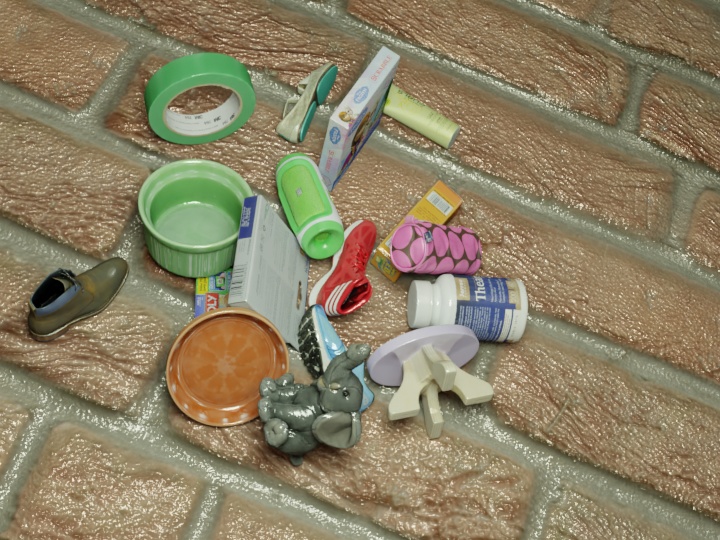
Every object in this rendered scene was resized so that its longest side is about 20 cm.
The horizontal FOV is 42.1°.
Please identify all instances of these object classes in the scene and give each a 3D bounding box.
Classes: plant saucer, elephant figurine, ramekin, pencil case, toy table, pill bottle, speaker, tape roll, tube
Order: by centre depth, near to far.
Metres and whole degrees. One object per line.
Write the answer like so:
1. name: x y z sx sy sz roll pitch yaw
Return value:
1. elephant figurine: -0.049 0.208 1.440 0.196 0.155 0.145 -16 76 11
2. plant saucer: -0.212 0.152 1.489 0.195 0.205 0.032 -6 22 -14
3. toy table: 0.120 0.177 1.541 0.196 0.186 0.118 -17 50 -7
4. ramekin: -0.283 -0.086 1.613 0.195 0.099 0.203 6 51 -7
5. pill bottle: 0.185 0.065 1.638 0.195 0.112 0.113 4 62 -9
6. pencil case: 0.138 -0.041 1.641 0.198 0.089 0.096 5 77 -54
7. speaker: -0.093 -0.118 1.670 0.086 0.090 0.202 -11 49 -16
8. tape roll: -0.288 -0.306 1.684 0.196 0.201 0.049 -10 64 -16
9. tube: 0.103 -0.312 1.855 0.198 0.053 0.058 33 21 12

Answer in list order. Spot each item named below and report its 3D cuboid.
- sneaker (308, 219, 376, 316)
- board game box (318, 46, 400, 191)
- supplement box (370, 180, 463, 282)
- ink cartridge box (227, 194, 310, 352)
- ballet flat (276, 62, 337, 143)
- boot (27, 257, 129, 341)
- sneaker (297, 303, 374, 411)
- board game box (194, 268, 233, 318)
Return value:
1. sneaker: 0.000 0.000 1.624 0.078 0.114 0.203 41 66 -35
2. board game box: -0.007 -0.277 1.727 0.041 0.200 0.202 29 62 5
3. supplement box: 0.104 -0.073 1.720 0.069 0.067 0.200 41 63 8
4. ink cartridge box: -0.150 0.011 1.576 0.042 0.201 0.200 -7 58 20
5. ballet flat: -0.106 -0.336 1.816 0.061 0.068 0.203 19 60 10
6. boot: -0.461 0.031 1.534 0.074 0.097 0.200 41 63 11
7. sneaker: -0.039 0.151 1.577 0.089 0.078 0.204 -18 80 -33
8. board game box: -0.217 0.093 1.591 0.131 0.029 0.204 2 63 -11
